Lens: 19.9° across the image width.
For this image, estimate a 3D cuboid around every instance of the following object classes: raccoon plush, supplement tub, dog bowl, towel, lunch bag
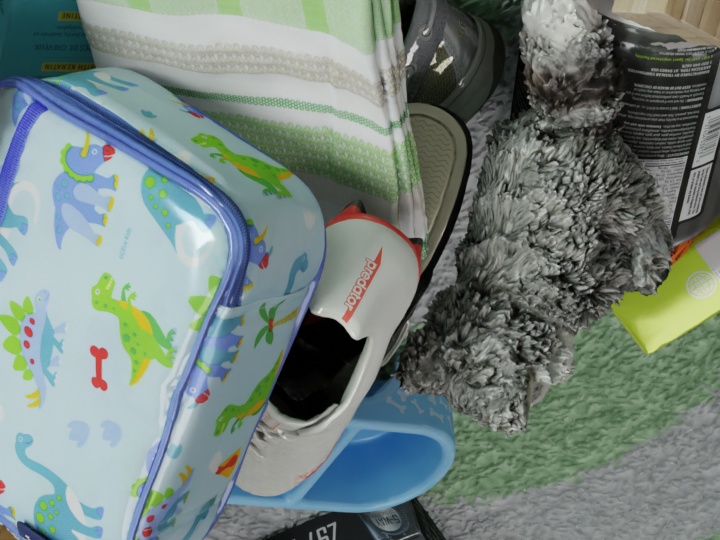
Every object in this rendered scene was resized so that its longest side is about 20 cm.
[{"bbox_3d":[0.062,-0.022,0.950,0.134,0.097,0.200,-46,129,-29],"label":"raccoon plush"},{"bbox_3d":[0.138,-0.092,1.030,0.122,0.123,0.200,-11,144,-11],"label":"supplement tub"},{"bbox_3d":[-0.028,0.101,1.260,0.200,0.050,0.111,8,137,-33],"label":"dog bowl"},{"bbox_3d":[-0.050,-0.071,0.910,0.149,0.031,0.200,8,146,13],"label":"towel"},{"bbox_3d":[-0.116,0.022,0.890,0.082,0.161,0.200,-15,134,-55],"label":"lunch bag"}]

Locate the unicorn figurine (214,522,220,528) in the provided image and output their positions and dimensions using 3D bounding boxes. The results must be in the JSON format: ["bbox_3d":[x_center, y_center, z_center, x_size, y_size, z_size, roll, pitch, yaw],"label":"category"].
[{"bbox_3d":[-0.130,0.185,1.285,0.137,0.200,0.074,-26,150,-41],"label":"unicorn figurine"}]

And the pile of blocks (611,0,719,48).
[{"bbox_3d":[0.138,-0.196,0.900,0.082,0.062,0.200,-12,105,-37],"label":"pile of blocks"}]

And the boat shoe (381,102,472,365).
[{"bbox_3d":[0.000,0.000,1.030,0.200,0.072,0.068,-64,166,24],"label":"boat shoe"}]

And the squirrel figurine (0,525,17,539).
[{"bbox_3d":[-0.185,0.079,1.075,0.200,0.142,0.187,-19,178,-33],"label":"squirrel figurine"}]

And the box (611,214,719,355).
[{"bbox_3d":[0.229,-0.042,1.142,0.200,0.122,0.048,-33,103,19],"label":"box"}]

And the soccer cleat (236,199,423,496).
[{"bbox_3d":[-0.031,0.053,0.951,0.069,0.085,0.200,31,134,-2],"label":"soccer cleat"}]

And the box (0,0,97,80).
[{"bbox_3d":[-0.144,-0.079,0.981,0.082,0.049,0.200,-3,141,-21],"label":"box"}]

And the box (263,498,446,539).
[{"bbox_3d":[-0.006,0.238,1.470,0.160,0.044,0.200,-23,144,6],"label":"box"}]

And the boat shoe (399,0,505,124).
[{"bbox_3d":[-0.016,-0.063,1.046,0.202,0.074,0.065,-42,133,23],"label":"boat shoe"}]
